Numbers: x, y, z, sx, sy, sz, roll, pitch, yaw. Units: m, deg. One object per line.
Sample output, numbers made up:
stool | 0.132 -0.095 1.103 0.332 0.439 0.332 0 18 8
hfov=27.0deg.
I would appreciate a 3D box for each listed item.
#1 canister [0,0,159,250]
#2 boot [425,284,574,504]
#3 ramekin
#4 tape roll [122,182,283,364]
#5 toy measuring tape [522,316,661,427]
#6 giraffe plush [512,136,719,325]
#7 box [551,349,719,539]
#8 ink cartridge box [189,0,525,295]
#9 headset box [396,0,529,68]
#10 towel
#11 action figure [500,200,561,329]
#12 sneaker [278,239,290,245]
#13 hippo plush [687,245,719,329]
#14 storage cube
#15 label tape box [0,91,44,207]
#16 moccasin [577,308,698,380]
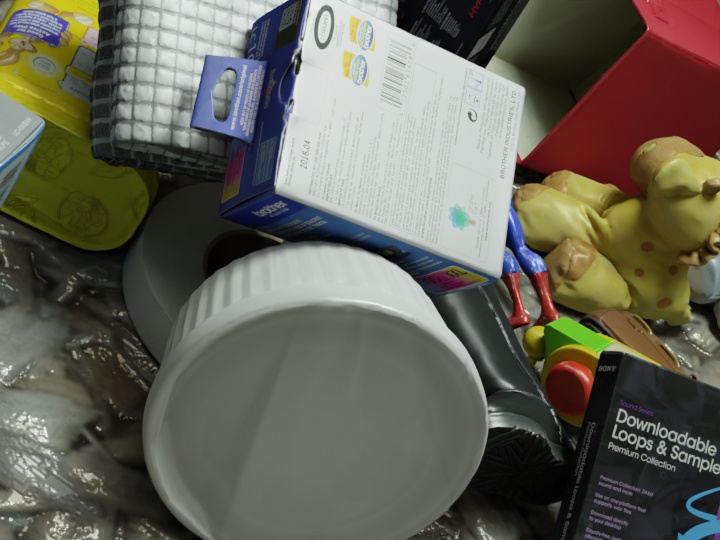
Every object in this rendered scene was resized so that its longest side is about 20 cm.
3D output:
canister | -0.200 -0.123 1.057 0.148 0.087 0.200 27 36 -14
boot | 0.076 0.058 1.062 0.165 0.066 0.200 38 26 -56
ramekin | -0.030 0.073 0.900 0.202 0.203 0.094 20 28 -22
tape roll | -0.067 0.022 1.049 0.202 0.037 0.203 23 38 -19
toy measuring tape | 0.203 0.102 1.135 0.200 0.074 0.074 30 30 29
giraffe plush | 0.248 -0.042 1.272 0.172 0.162 0.200 -18 62 -49
box | 0.202 0.170 1.013 0.143 0.036 0.200 20 78 -21
ink cartridge box | -0.003 -0.080 0.920 0.200 0.076 0.137 21 68 -30
headset box | 0.023 -0.233 1.056 0.200 0.149 0.075 43 52 9
towel | -0.076 -0.137 0.981 0.200 0.086 0.166 9 76 -32
action figure | 0.093 -0.039 1.238 0.065 0.099 0.201 1 71 -43
sneaker | 0.000 0.000 1.045 0.091 0.078 0.200 46 46 4
hippo plush | 0.395 -0.037 1.384 0.161 0.200 0.160 -27 91 -59
storage cube | 0.239 -0.186 1.402 0.179 0.200 0.171 17 39 -35
label tape box | -0.304 -0.079 0.872 0.200 0.143 0.066 33 36 -6
moccasin | 0.248 0.112 1.190 0.078 0.074 0.201 -11 47 -36
